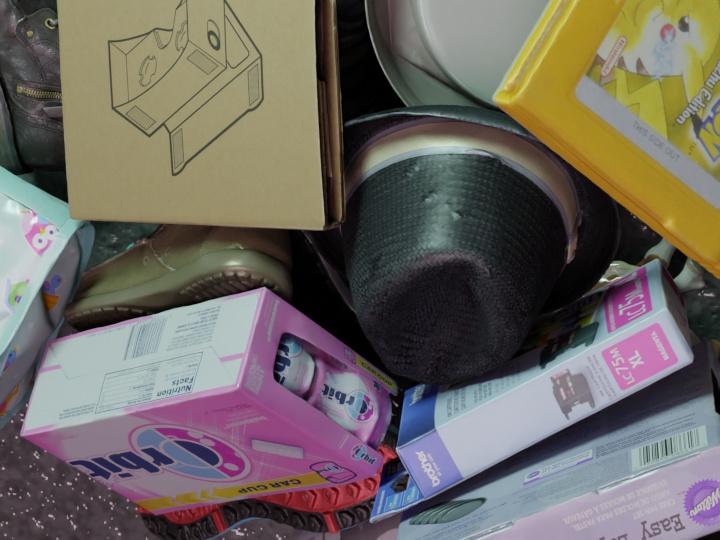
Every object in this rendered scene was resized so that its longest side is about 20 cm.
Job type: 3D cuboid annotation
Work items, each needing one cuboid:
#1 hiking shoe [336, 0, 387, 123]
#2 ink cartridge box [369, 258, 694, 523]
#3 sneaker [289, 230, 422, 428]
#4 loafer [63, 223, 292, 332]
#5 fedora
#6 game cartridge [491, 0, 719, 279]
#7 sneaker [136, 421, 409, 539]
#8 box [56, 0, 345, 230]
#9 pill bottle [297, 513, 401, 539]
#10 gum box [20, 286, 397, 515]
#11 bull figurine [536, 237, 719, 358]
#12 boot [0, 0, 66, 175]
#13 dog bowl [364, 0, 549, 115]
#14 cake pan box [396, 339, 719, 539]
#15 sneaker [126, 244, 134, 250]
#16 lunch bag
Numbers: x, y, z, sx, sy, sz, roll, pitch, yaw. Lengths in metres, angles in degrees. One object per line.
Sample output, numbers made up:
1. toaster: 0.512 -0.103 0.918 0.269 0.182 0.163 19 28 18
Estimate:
1. hiking shoe: -0.025 -0.128 1.618 0.101 0.076 0.200 -11 117 53
2. ink cartridge box: 0.088 0.066 1.588 0.200 0.119 0.042 -30 99 10
3. sneaker: 0.000 0.000 1.699 0.200 0.088 0.076 49 144 -7
4. loafer: -0.099 0.004 1.663 0.076 0.068 0.200 34 150 -30
5. fedora: 0.046 -0.001 1.555 0.200 0.092 0.201 9 147 6
6. game cartridge: 0.188 -0.107 1.514 0.200 0.032 0.177 35 80 -24
7. sneaker: -0.042 0.113 1.763 0.199 0.095 0.080 -8 101 33
8. box: -0.091 -0.107 1.572 0.199 0.021 0.164 3 99 42
9. pill bottle: 0.067 0.165 1.747 0.200 0.114 0.114 -30 106 28
10. gum box: -0.084 0.077 1.644 0.200 0.066 0.113 -14 143 43
11. bull figurine: 0.170 0.042 1.674 0.200 0.065 0.121 44 117 -12
12. boot: -0.140 -0.133 1.682 0.173 0.069 0.201 1 122 11
13. dog bowl: 0.098 -0.157 1.553 0.199 0.059 0.201 -2 105 -6
14. cake pan box: 0.118 0.115 1.568 0.199 0.184 0.052 -22 105 9
15. sneaker: -0.130 0.030 1.767 0.200 0.075 0.089 -34 92 23
16. lunch bag: -0.258 -0.005 1.718 0.170 0.122 0.200 32 140 6
